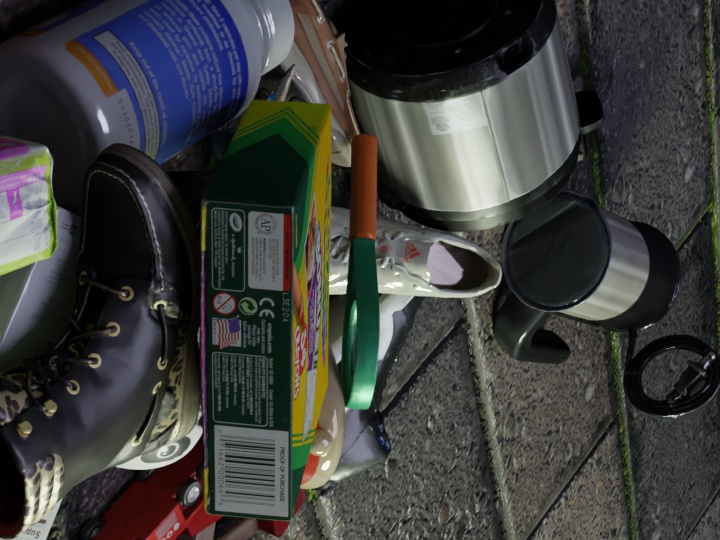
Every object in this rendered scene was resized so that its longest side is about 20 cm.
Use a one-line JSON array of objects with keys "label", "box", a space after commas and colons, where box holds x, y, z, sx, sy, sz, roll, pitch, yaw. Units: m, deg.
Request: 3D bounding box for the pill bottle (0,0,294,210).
[{"label": "pill bottle", "box": [-0.133, -0.128, 1.108, 0.200, 0.112, 0.113, -36, 135, -42]}]

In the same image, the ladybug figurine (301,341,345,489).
[{"label": "ladybug figurine", "box": [-0.066, 0.088, 1.284, 0.072, 0.200, 0.136, -4, 106, -18]}]

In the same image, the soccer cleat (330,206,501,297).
[{"label": "soccer cleat", "box": [0.016, -0.012, 1.369, 0.199, 0.078, 0.070, 5, 91, -24]}]

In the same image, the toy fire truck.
[{"label": "toy fire truck", "box": [-0.129, 0.196, 1.349, 0.200, 0.049, 0.141, -48, 143, -31]}]

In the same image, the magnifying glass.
[{"label": "magnifying glass", "box": [0.000, 0.000, 1.256, 0.080, 0.022, 0.201, 116, -22, -71]}]

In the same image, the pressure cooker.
[{"label": "pressure cooker", "box": [0.081, -0.128, 1.381, 0.179, 0.175, 0.201, -47, 138, -27]}]

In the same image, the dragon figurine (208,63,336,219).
[{"label": "dragon figurine", "box": [-0.067, -0.083, 1.229, 0.059, 0.100, 0.200, -31, 145, -11]}]

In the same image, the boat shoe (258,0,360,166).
[{"label": "boat shoe", "box": [-0.037, -0.150, 1.279, 0.072, 0.076, 0.200, -54, 146, -18]}]

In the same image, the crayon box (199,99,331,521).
[{"label": "crayon box", "box": [-0.053, 0.019, 1.062, 0.173, 0.058, 0.201, -73, 166, -65]}]

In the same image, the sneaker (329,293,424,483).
[{"label": "sneaker", "box": [0.005, 0.091, 1.447, 0.200, 0.073, 0.112, -45, 115, -22]}]

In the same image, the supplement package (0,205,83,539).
[{"label": "supplement package", "box": [-0.226, 0.054, 1.060, 0.109, 0.113, 0.201, 28, 83, -57]}]

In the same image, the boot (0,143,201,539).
[{"label": "boot", "box": [-0.161, 0.043, 0.985, 0.150, 0.073, 0.201, -35, 139, -43]}]

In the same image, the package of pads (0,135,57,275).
[{"label": "package of pads", "box": [-0.271, -0.028, 0.904, 0.200, 0.154, 0.069, -22, 119, -51]}]

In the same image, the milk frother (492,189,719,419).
[{"label": "milk frother", "box": [0.251, 0.037, 1.711, 0.188, 0.199, 0.181, 14, 98, -58]}]

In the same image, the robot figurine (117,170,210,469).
[{"label": "robot figurine", "box": [-0.137, 0.034, 1.175, 0.201, 0.150, 0.125, -66, 164, -8]}]
